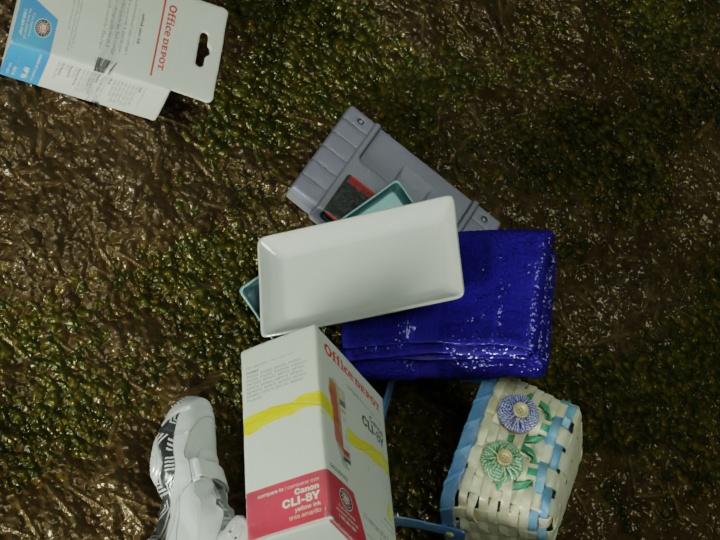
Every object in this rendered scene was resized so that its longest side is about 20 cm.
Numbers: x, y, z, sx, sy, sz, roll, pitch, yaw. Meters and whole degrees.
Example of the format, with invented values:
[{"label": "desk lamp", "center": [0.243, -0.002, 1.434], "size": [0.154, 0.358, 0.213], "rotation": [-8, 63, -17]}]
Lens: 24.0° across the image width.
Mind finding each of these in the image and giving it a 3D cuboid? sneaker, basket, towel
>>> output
[{"label": "sneaker", "center": [-0.124, 0.207, 1.476], "size": [0.114, 0.075, 0.202], "rotation": [-3, 66, 24]}, {"label": "basket", "center": [0.103, 0.172, 1.594], "size": [0.198, 0.140, 0.178], "rotation": [9, 57, 18]}, {"label": "towel", "center": [0.080, 0.029, 1.580], "size": [0.198, 0.050, 0.149], "rotation": [-1, 68, 18]}]

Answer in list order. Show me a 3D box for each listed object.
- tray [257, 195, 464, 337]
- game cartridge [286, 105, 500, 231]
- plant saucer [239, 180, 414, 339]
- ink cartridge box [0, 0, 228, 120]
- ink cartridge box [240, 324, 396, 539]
[{"label": "tray", "center": [0.000, 0.000, 1.586], "size": [0.198, 0.022, 0.109], "rotation": [-12, 63, 14]}, {"label": "game cartridge", "center": [0.035, -0.060, 1.716], "size": [0.199, 0.038, 0.130], "rotation": [38, 55, -5]}, {"label": "plant saucer", "center": [-0.022, -0.007, 1.651], "size": [0.199, 0.019, 0.070], "rotation": [-35, 89, -18]}, {"label": "ink cartridge box", "center": [-0.237, -0.223, 1.645], "size": [0.198, 0.068, 0.117], "rotation": [16, 63, -16]}, {"label": "ink cartridge box", "center": [-0.036, 0.172, 1.486], "size": [0.145, 0.083, 0.202], "rotation": [51, 25, -46]}]
